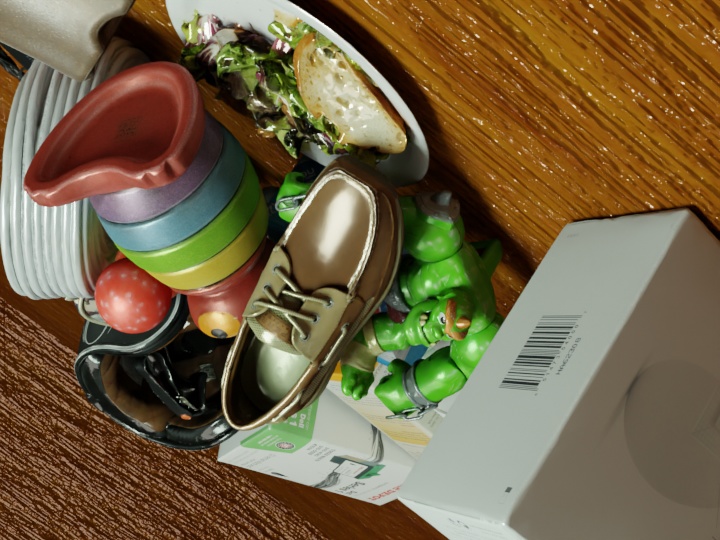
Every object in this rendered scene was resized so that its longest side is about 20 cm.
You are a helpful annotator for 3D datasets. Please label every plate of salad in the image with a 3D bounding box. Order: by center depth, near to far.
[{"bbox_3d":[-0.046,-0.110,0.798,0.200,0.048,0.200,31,164,10],"label":"plate of salad"}]

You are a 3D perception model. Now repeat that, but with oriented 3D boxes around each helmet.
[{"bbox_3d":[-0.155,0.050,1.187,0.199,0.191,0.200,19,143,15],"label":"helmet"}]

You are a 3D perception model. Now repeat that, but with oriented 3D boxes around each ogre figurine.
[{"bbox_3d":[0.031,0.014,0.851,0.120,0.098,0.201,-12,103,27],"label":"ogre figurine"}]

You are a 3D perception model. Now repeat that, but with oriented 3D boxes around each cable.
[{"bbox_3d":[-0.205,-0.075,0.936,0.069,0.201,0.200,9,180,2],"label":"cable"}]

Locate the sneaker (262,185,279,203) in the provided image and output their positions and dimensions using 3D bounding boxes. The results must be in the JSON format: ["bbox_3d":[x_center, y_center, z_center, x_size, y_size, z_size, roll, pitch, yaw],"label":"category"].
[{"bbox_3d":[-0.057,-0.001,1.078,0.090,0.078,0.200,38,162,38],"label":"sneaker"}]

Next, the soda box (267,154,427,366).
[{"bbox_3d":[0.000,0.000,0.977,0.064,0.068,0.200,23,160,35],"label":"soda box"}]

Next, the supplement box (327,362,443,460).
[{"bbox_3d":[0.063,0.126,1.200,0.200,0.074,0.126,40,162,-18],"label":"supplement box"}]

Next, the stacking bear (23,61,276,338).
[{"bbox_3d":[-0.110,-0.030,0.853,0.121,0.114,0.200,-8,136,25],"label":"stacking bear"}]

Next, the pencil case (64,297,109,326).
[{"bbox_3d":[-0.233,-0.044,1.092,0.089,0.078,0.200,21,-152,-46],"label":"pencil case"}]

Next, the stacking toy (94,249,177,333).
[{"bbox_3d":[-0.142,-0.021,0.958,0.085,0.200,0.086,6,122,9],"label":"stacking toy"}]

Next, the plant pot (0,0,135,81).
[{"bbox_3d":[-0.172,-0.198,0.569,0.198,0.201,0.200,31,165,-16],"label":"plant pot"}]

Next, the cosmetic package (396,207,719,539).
[{"bbox_3d":[0.166,0.107,0.720,0.200,0.200,0.123,40,162,-18],"label":"cosmetic package"}]

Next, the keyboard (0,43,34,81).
[{"bbox_3d":[-0.278,-0.180,1.103,0.127,0.021,0.200,7,148,47],"label":"keyboard"}]

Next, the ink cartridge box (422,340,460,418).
[{"bbox_3d":[0.124,0.156,1.022,0.161,0.050,0.200,42,-157,-22],"label":"ink cartridge box"}]

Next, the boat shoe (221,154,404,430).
[{"bbox_3d":[-0.034,0.026,0.787,0.076,0.074,0.200,31,124,13],"label":"boat shoe"}]

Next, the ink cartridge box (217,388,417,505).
[{"bbox_3d":[-0.026,0.169,1.313,0.199,0.085,0.146,19,152,-20],"label":"ink cartridge box"}]
